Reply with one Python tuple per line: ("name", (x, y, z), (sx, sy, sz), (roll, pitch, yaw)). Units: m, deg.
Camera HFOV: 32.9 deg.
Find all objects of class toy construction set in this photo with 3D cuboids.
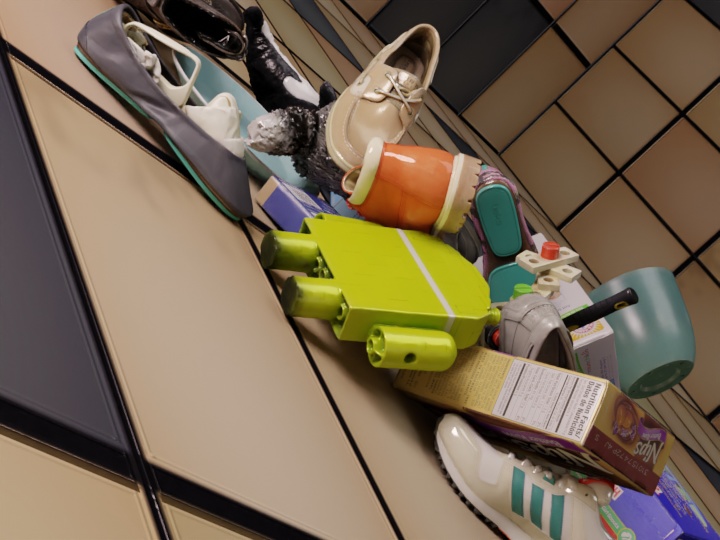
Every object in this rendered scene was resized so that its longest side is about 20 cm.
("toy construction set", (0.163, 0.076, 1.160), (0.129, 0.203, 0.092), (-4, 14, -19))

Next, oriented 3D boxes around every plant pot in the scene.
("plant pot", (0.477, 0.119, 2.077), (0.200, 0.199, 0.163), (30, 33, -54))

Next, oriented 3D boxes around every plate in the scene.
("plate", (-0.116, -0.139, 1.186), (0.200, 0.026, 0.200), (45, 12, -12))

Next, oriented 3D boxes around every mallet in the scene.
("mallet", (0.183, 0.059, 1.228), (0.066, 0.199, 0.042), (34, 39, -27))

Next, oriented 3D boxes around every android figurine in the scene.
("android figurine", (0.022, 0.012, 0.971), (0.197, 0.041, 0.183), (7, 33, -29))

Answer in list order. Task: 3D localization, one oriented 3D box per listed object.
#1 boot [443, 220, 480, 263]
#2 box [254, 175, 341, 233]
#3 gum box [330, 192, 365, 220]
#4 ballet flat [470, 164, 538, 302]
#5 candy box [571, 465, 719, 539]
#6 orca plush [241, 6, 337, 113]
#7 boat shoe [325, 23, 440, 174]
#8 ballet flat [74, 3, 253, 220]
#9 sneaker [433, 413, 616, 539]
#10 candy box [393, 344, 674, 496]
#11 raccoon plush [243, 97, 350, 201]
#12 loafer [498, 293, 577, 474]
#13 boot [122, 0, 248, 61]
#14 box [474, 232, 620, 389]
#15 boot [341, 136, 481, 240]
("boot", (0.062, -0.015, 1.239), (0.182, 0.072, 0.201), (43, 33, -16))
("box", (0.000, 0.000, 1.095), (0.200, 0.033, 0.121), (45, 10, 24))
("gum box", (0.048, -0.040, 1.399), (0.200, 0.044, 0.170), (44, 14, -16))
("ballet flat", (0.156, -0.022, 1.296), (0.071, 0.068, 0.202), (-82, 158, -62))
("candy box", (0.289, 0.238, 1.297), (0.170, 0.077, 0.199), (56, 13, 30))
("orca plush", (-0.085, -0.182, 1.311), (0.071, 0.104, 0.202), (-43, 123, -39))
("boat shoe", (0.026, -0.161, 1.129), (0.072, 0.065, 0.201), (37, 44, -10))
("ballet flat", (-0.141, -0.132, 0.972), (0.200, 0.073, 0.073), (47, 12, -5))
("sneaker", (0.145, 0.175, 0.950), (0.200, 0.093, 0.070), (50, 12, 7))
("candy box", (0.136, 0.112, 0.977), (0.199, 0.057, 0.116), (14, -17, 46))
("raccoon plush", (-0.014, -0.081, 1.148), (0.199, 0.097, 0.135), (-19, 65, -45))
("loafer", (0.164, 0.119, 1.091), (0.070, 0.069, 0.202), (-135, -152, -57))
("boot", (-0.159, -0.243, 1.190), (0.199, 0.070, 0.174), (19, 16, -46))
("box", (0.211, 0.069, 1.408), (0.201, 0.100, 0.114), (-117, -172, -52))
("boot", (0.032, -0.059, 1.074), (0.106, 0.076, 0.200), (14, -22, -4))
